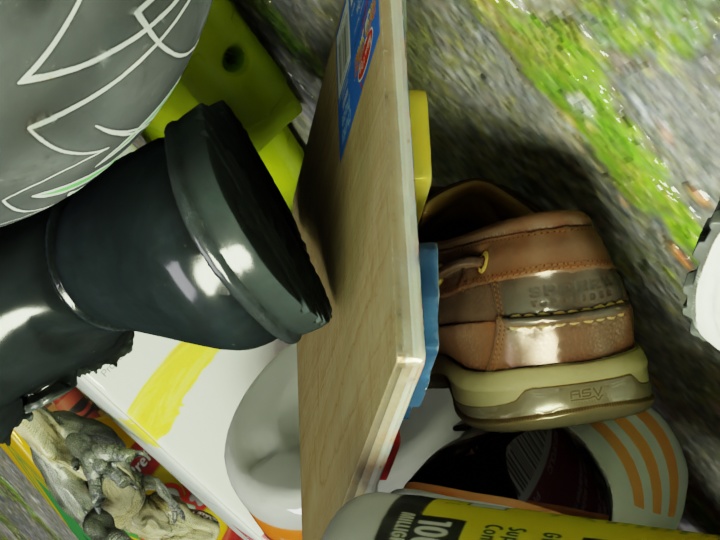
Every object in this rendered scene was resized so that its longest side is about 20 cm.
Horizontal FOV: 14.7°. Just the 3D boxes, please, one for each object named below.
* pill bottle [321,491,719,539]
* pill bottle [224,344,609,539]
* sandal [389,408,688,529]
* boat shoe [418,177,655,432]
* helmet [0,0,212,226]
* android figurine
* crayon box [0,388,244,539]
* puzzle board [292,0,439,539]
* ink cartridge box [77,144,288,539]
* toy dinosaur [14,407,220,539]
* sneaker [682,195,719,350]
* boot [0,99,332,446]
[{"bbox_3d":[0.085,0.128,0.770,0.198,0.113,0.113,6,151,13],"label":"pill bottle"},{"bbox_3d":[0.044,0.113,1.040,0.114,0.114,0.201,23,151,55],"label":"pill bottle"},{"bbox_3d":[0.073,0.068,0.913,0.079,0.060,0.206,11,177,27],"label":"sandal"},{"bbox_3d":[0.040,0.003,0.894,0.200,0.071,0.068,-160,63,-74],"label":"boat shoe"},{"bbox_3d":[-0.130,-0.109,0.805,0.191,0.200,0.200,42,165,-8],"label":"helmet"},{"bbox_3d":[-0.093,-0.103,1.014,0.182,0.041,0.200,25,155,54],"label":"android figurine"},{"bbox_3d":[-0.097,0.056,1.244,0.200,0.127,0.051,51,163,-17],"label":"crayon box"},{"bbox_3d":[0.000,0.000,0.854,0.200,0.017,0.152,109,161,-63],"label":"puzzle board"},{"bbox_3d":[-0.072,0.030,1.130,0.200,0.084,0.145,44,174,-19],"label":"ink cartridge box"},{"bbox_3d":[-0.110,0.080,1.123,0.088,0.047,0.200,46,175,46],"label":"toy dinosaur"},{"bbox_3d":[0.134,0.017,0.674,0.079,0.074,0.200,24,161,33],"label":"sneaker"},{"bbox_3d":[-0.099,0.018,0.873,0.077,0.167,0.200,58,-179,-10],"label":"boot"}]
